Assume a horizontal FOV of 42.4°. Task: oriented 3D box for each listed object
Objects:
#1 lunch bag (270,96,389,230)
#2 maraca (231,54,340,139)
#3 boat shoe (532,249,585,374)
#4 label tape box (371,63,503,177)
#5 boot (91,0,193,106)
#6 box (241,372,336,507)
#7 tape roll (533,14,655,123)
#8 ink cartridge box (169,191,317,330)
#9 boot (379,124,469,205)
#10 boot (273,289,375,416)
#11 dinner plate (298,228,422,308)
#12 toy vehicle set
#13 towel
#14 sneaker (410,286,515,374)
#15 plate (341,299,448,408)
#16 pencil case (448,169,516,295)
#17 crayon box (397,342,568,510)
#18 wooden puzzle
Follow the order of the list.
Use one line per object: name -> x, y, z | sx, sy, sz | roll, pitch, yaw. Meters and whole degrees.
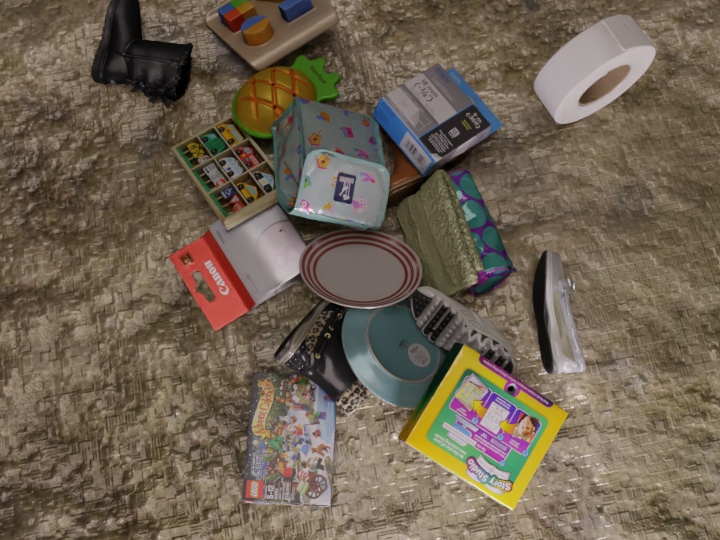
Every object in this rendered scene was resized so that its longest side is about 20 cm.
lunch bag -> -0.048, -0.164, 1.514 | 0.170, 0.122, 0.201 | 10, 57, -31
maraca -> -0.129, -0.302, 1.609 | 0.200, 0.107, 0.137 | -35, 71, -15
boat shoe -> 0.323, 0.066, 1.507 | 0.065, 0.074, 0.203 | -2, 75, -7
label tape box -> 0.142, -0.268, 1.565 | 0.200, 0.063, 0.144 | -35, 80, -26
boot -> -0.379, -0.402, 1.659 | 0.162, 0.073, 0.199 | 11, 78, 6
box -> -0.108, 0.263, 1.448 | 0.136, 0.038, 0.201 | 3, 71, 0
tape roll -> 0.397, -0.340, 1.577 | 0.202, 0.203, 0.071 | -27, 73, -10
ink cartridge box -> -0.196, -0.020, 1.542 | 0.200, 0.057, 0.163 | -30, 74, -15
boot -> 0.071, -0.214, 1.594 | 0.200, 0.077, 0.155 | -36, 77, -15
boot -> -0.030, 0.124, 1.461 | 0.154, 0.073, 0.204 | 43, 40, 0
dinner plate -> 0.000, 0.000, 1.498 | 0.199, 0.024, 0.200 | 2, 38, -2
toy vehicle set -> -0.221, -0.170, 1.576 | 0.124, 0.027, 0.200 | -32, 59, -12
towel -> 0.125, -0.049, 1.507 | 0.036, 0.148, 0.201 | -4, 69, -32
sneaker -> 0.165, 0.093, 1.480 | 0.200, 0.075, 0.081 | 40, 34, -2
plate -> 0.063, 0.118, 1.455 | 0.200, 0.026, 0.201 | 18, 51, -23
pencil case -> 0.182, -0.065, 1.538 | 0.085, 0.092, 0.200 | -31, 69, 22
crayon box -> 0.186, 0.236, 1.412 | 0.200, 0.058, 0.173 | 34, 83, -7
wooden puzzle -> -0.165, -0.462, 1.667 | 0.185, 0.046, 0.200 | -34, 54, -12
